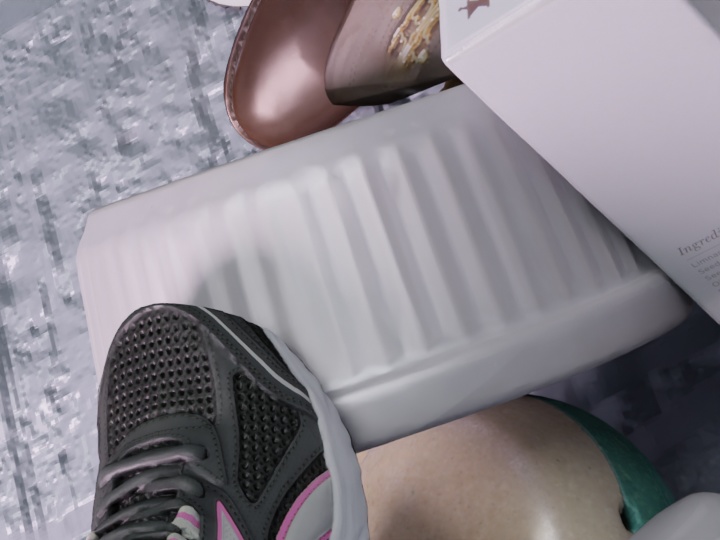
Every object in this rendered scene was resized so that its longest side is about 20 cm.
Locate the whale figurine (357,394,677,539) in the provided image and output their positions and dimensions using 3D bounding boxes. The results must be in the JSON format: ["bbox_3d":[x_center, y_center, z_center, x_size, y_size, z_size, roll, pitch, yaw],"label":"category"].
[{"bbox_3d":[0.031,0.123,0.922,0.200,0.104,0.159,-37,58,39],"label":"whale figurine"}]

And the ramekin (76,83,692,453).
[{"bbox_3d":[0.000,0.000,0.888,0.202,0.202,0.094,-18,92,22],"label":"ramekin"}]

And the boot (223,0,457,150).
[{"bbox_3d":[0.002,-0.085,0.973,0.187,0.064,0.200,-52,12,21],"label":"boot"}]

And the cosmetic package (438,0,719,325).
[{"bbox_3d":[0.110,-0.058,0.849,0.071,0.200,0.102,-29,41,27],"label":"cosmetic package"}]

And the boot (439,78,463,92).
[{"bbox_3d":[0.056,-0.058,1.021,0.200,0.074,0.075,-64,21,-4],"label":"boot"}]

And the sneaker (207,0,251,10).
[{"bbox_3d":[-0.003,-0.161,1.079,0.199,0.093,0.071,-10,61,27],"label":"sneaker"}]

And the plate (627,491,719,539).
[{"bbox_3d":[0.129,0.146,0.758,0.200,0.199,0.032,36,127,20],"label":"plate"}]

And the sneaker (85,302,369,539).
[{"bbox_3d":[-0.047,0.093,0.737,0.080,0.086,0.200,-25,57,23],"label":"sneaker"}]
